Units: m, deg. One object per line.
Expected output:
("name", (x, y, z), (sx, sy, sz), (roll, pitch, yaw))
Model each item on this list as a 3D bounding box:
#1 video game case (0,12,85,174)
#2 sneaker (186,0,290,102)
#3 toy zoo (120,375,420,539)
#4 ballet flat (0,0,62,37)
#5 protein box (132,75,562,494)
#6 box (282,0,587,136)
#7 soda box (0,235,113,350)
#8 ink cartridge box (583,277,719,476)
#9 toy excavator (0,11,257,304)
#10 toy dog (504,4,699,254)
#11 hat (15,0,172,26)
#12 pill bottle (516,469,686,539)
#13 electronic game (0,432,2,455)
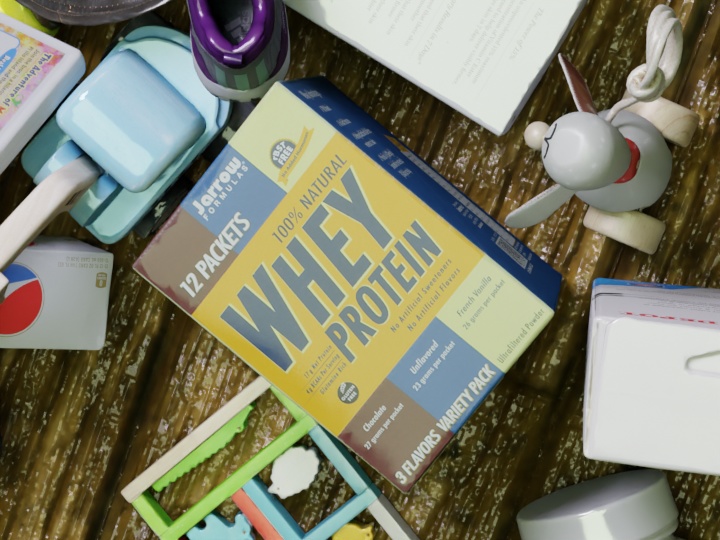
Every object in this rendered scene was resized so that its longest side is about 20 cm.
("video game case", (-0.290, -0.088, 1.344), (0.181, 0.024, 0.200), (26, 63, 20))
("sneaker", (-0.072, -0.199, 1.280), (0.074, 0.088, 0.201), (-10, 81, -2))
("toy zoo", (-0.041, 0.177, 1.470), (0.131, 0.020, 0.200), (-39, 91, 9))
("ballet flat", (-0.250, -0.226, 1.426), (0.067, 0.067, 0.201), (-23, 95, 23))
("protein box", (0.000, 0.000, 1.354), (0.200, 0.199, 0.135), (39, 99, 1))
("box", (0.035, -0.186, 1.379), (0.199, 0.097, 0.125), (32, 99, 2))
("soda box", (-0.254, 0.011, 1.397), (0.199, 0.068, 0.064), (2, 99, -32))
("ink cartridge box", (0.203, 0.061, 1.338), (0.145, 0.200, 0.085), (6, 98, 6))
("toy excavator", (-0.163, -0.061, 1.362), (0.100, 0.200, 0.195), (43, 97, 1))
("toy dog", (0.131, -0.075, 1.352), (0.096, 0.200, 0.132), (19, 73, 20))
("hat", (-0.134, -0.230, 1.391), (0.199, 0.081, 0.202), (-6, 72, 19))
("pill bottle", (0.168, 0.232, 1.407), (0.113, 0.114, 0.201), (-16, 94, 8))
("electronic game", (-0.313, 0.140, 1.417), (0.200, 0.200, 0.042), (-42, 60, 9))
